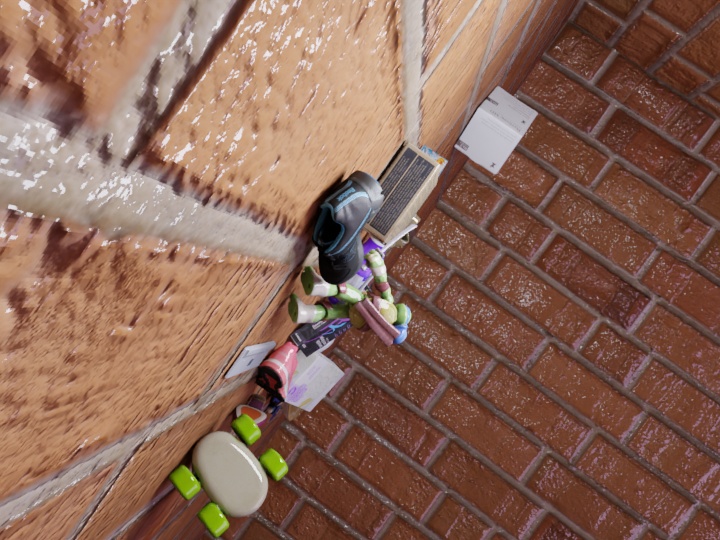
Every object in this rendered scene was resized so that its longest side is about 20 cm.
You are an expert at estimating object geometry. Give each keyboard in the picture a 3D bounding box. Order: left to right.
[{"bbox_3d":[-0.179,0.145,0.908,0.056,0.011,0.200,-49,174,-1],"label":"keyboard"}]

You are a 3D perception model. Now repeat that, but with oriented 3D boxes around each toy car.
[{"bbox_3d":[-0.257,0.379,1.027,0.164,0.158,0.200,-37,179,-30],"label":"toy car"}]

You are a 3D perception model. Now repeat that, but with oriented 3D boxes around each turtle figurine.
[{"bbox_3d":[-0.016,0.026,0.899,0.144,0.193,0.201,-22,-114,58],"label":"turtle figurine"}]

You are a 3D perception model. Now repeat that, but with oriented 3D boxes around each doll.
[{"bbox_3d":[-0.223,0.344,1.564,0.137,0.048,0.200,-50,173,-33],"label":"doll"}]

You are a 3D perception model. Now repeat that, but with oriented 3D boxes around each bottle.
[{"bbox_3d":[0.000,0.000,1.267,0.200,0.065,0.083,-57,169,24],"label":"bottle"}]

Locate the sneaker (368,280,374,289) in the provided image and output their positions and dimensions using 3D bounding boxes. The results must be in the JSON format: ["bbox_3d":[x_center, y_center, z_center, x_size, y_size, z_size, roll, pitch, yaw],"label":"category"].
[{"bbox_3d":[0.002,0.086,1.672,0.201,0.098,0.071,-51,172,-44],"label":"sneaker"}]

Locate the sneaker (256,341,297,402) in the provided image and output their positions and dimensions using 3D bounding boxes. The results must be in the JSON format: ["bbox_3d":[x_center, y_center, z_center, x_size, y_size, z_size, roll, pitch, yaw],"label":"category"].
[{"bbox_3d":[-0.159,0.207,1.128,0.087,0.074,0.200,-53,175,-28],"label":"sneaker"}]

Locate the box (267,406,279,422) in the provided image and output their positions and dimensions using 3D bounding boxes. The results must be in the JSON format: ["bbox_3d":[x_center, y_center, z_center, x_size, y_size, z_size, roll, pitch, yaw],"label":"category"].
[{"bbox_3d":[-0.245,0.399,1.801,0.200,0.032,0.121,-56,174,4],"label":"box"}]

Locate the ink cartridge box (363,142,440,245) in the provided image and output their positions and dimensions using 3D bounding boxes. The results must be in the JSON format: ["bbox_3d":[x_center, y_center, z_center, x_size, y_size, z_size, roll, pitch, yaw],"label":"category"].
[{"bbox_3d":[0.069,-0.130,1.009,0.165,0.075,0.200,-53,176,3],"label":"ink cartridge box"}]

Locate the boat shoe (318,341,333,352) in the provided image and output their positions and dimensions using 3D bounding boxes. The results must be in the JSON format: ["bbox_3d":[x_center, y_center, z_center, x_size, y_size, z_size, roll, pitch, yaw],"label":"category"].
[{"bbox_3d":[-0.081,0.133,1.454,0.200,0.071,0.070,-46,144,0],"label":"boat shoe"}]

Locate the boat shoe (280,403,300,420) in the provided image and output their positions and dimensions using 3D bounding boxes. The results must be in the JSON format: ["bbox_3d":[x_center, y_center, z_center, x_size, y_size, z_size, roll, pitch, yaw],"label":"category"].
[{"bbox_3d":[-0.218,0.367,1.686,0.071,0.069,0.201,-17,127,-48],"label":"boat shoe"}]

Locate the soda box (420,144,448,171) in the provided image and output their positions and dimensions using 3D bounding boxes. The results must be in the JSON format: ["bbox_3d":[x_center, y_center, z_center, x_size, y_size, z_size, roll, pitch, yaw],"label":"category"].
[{"bbox_3d":[0.111,-0.171,1.189,0.068,0.063,0.200,-50,174,-39],"label":"soda box"}]

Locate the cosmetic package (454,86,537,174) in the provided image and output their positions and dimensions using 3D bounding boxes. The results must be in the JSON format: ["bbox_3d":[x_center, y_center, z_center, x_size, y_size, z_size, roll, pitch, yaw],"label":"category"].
[{"bbox_3d":[0.437,-0.453,1.770,0.200,0.165,0.165,-51,174,-43],"label":"cosmetic package"}]

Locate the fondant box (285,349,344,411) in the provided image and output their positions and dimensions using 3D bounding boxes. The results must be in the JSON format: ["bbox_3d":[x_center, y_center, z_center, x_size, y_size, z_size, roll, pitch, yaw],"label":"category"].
[{"bbox_3d":[-0.138,0.286,1.441,0.144,0.058,0.200,-47,151,-5],"label":"fondant box"}]

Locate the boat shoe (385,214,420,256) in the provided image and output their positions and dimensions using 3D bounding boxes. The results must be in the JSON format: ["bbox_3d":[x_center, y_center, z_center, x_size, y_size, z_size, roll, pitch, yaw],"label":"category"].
[{"bbox_3d":[0.116,-0.102,1.654,0.074,0.066,0.200,-49,173,-43],"label":"boat shoe"}]

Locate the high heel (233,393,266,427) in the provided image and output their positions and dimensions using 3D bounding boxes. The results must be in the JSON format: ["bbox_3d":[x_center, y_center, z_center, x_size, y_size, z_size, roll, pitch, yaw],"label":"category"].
[{"bbox_3d":[-0.243,0.333,1.170,0.200,0.067,0.097,16,99,-88],"label":"high heel"}]

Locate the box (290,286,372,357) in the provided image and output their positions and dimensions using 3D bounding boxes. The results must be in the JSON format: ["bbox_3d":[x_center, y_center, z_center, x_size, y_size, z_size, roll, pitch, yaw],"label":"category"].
[{"bbox_3d":[-0.057,0.117,1.238,0.199,0.036,0.143,-32,163,-7],"label":"box"}]

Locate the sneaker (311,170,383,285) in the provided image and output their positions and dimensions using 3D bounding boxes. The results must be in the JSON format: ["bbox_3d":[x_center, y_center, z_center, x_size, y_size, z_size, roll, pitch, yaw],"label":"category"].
[{"bbox_3d":[-0.036,-0.043,0.723,0.082,0.073,0.200,-37,158,-34],"label":"sneaker"}]
